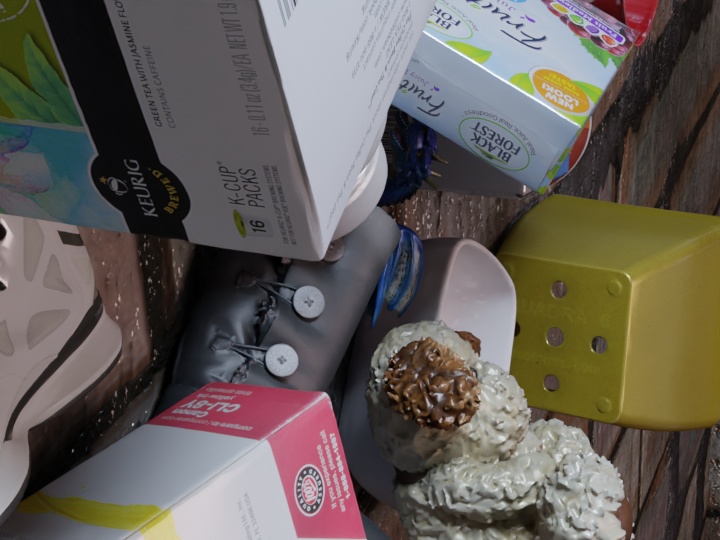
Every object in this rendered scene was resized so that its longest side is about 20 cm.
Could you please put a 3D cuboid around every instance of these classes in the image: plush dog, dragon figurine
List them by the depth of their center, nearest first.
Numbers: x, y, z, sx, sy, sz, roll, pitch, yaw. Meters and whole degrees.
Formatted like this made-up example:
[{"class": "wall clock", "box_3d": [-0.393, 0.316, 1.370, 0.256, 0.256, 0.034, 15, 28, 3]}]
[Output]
[{"class": "dragon figurine", "box_3d": [0.000, 0.000, 0.905, 0.059, 0.099, 0.201, -18, 113, -67]}, {"class": "plush dog", "box_3d": [0.060, 0.111, 0.920, 0.200, 0.160, 0.172, -42, 106, -88]}]

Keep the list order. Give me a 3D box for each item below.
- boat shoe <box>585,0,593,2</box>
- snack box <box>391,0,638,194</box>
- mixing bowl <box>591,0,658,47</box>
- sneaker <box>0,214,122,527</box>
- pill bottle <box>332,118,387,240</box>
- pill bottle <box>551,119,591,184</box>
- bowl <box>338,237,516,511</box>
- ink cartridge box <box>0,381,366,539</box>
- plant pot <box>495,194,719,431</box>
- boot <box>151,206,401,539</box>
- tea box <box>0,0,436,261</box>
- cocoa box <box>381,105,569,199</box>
[{"class": "boat shoe", "box_3d": [0.166, -0.217, 0.950, 0.200, 0.062, 0.072, -54, 143, -57]}, {"class": "snack box", "box_3d": [0.043, -0.139, 0.836, 0.053, 0.199, 0.142, -62, 175, 37]}, {"class": "mixing bowl", "box_3d": [0.201, -0.301, 1.331, 0.200, 0.108, 0.201, 8, 90, -69]}, {"class": "sneaker", "box_3d": [-0.158, 0.022, 0.554, 0.201, 0.075, 0.116, -62, 144, -60]}, {"class": "pill bottle", "box_3d": [-0.050, -0.096, 0.722, 0.200, 0.112, 0.113, 64, 39, -56]}, {"class": "pill bottle", "box_3d": [0.112, -0.115, 1.151, 0.200, 0.112, 0.113, -11, 107, -69]}, {"class": "bowl", "box_3d": [0.047, 0.079, 1.097, 0.200, 0.074, 0.201, 35, 65, -68]}, {"class": "ink cartridge box", "box_3d": [-0.088, 0.155, 0.644, 0.200, 0.083, 0.146, -32, 116, -44]}, {"class": "plant pot", "box_3d": [0.215, 0.048, 1.397, 0.176, 0.199, 0.201, -14, 110, -56]}, {"class": "boot", "box_3d": [-0.021, 0.058, 0.815, 0.066, 0.164, 0.201, -33, -148, 53]}, {"class": "tea box", "box_3d": [-0.080, -0.130, 0.505, 0.134, 0.196, 0.201, 75, 29, -47]}, {"class": "cocoa box", "box_3d": [0.066, -0.157, 0.980, 0.131, 0.133, 0.201, -26, 121, -68]}]
